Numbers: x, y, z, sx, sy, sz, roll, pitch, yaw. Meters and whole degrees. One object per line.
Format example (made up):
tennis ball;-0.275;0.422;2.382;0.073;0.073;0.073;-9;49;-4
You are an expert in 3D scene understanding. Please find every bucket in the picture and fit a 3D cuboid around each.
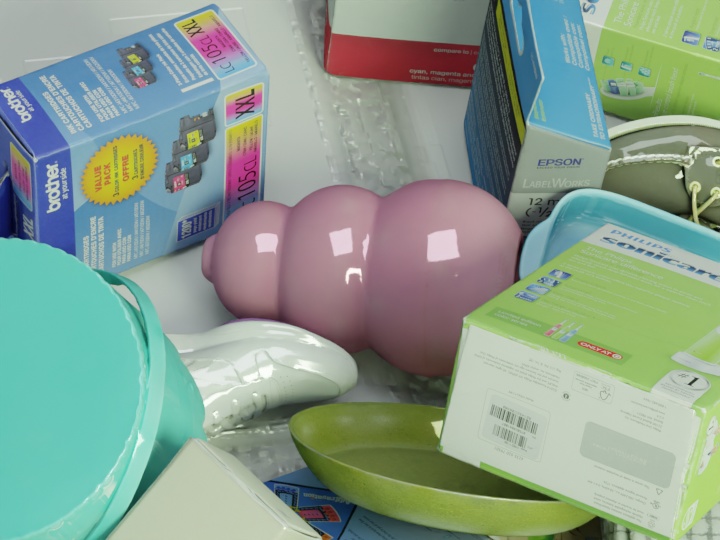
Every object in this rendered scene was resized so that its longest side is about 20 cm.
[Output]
bucket;-0.192;0.085;1.423;0.207;0.135;0.208;-3;72;8

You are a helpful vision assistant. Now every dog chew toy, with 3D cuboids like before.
dog chew toy;0.000;0.000;1.571;0.200;0.125;0.125;5;51;9

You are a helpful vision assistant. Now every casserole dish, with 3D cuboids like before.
casserole dish;0.185;0.027;1.580;0.200;0.039;0.121;20;71;-13

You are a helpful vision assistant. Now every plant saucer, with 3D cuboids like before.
plant saucer;0.055;0.117;1.449;0.200;0.031;0.200;9;11;-2

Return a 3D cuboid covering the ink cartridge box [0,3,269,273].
ink cartridge box;-0.162;-0.067;1.589;0.200;0.137;0.076;-22;52;-22

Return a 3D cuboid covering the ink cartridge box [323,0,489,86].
ink cartridge box;0.054;-0.248;1.717;0.144;0.200;0.146;5;52;-3

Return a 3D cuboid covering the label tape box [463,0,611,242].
label tape box;0.117;-0.107;1.614;0.066;0.200;0.143;0;52;-10

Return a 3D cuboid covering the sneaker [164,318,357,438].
sneaker;-0.101;0.082;1.531;0.200;0.075;0.100;-2;64;-2

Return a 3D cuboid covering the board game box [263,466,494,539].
board game box;-0.004;0.153;1.436;0.103;0.019;0.200;-17;19;-20

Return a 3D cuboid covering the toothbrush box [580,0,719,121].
toothbrush box;0.236;-0.174;1.755;0.200;0.086;0.146;18;52;6

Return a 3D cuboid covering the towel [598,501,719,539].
towel;0.224;0.182;1.465;0.165;0.086;0.200;1;48;0

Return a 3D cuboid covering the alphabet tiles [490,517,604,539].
alphabet tiles;0.123;0.161;1.525;0.200;0.006;0.167;4;51;-4

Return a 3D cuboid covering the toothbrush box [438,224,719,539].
toothbrush box;0.156;0.058;1.410;0.145;0.086;0.200;20;26;22

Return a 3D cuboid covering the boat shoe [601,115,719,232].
boat shoe;0.243;-0.057;1.671;0.201;0.072;0.060;3;47;-10

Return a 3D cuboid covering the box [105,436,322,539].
box;-0.119;0.194;1.370;0.082;0.068;0.200;42;91;22
